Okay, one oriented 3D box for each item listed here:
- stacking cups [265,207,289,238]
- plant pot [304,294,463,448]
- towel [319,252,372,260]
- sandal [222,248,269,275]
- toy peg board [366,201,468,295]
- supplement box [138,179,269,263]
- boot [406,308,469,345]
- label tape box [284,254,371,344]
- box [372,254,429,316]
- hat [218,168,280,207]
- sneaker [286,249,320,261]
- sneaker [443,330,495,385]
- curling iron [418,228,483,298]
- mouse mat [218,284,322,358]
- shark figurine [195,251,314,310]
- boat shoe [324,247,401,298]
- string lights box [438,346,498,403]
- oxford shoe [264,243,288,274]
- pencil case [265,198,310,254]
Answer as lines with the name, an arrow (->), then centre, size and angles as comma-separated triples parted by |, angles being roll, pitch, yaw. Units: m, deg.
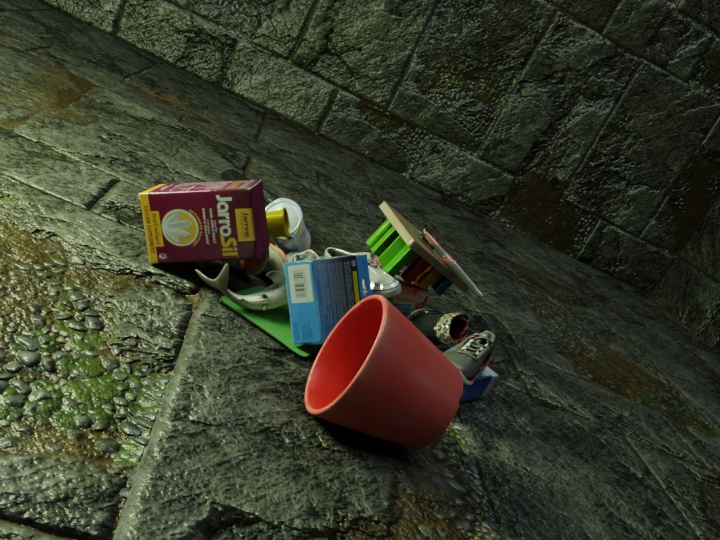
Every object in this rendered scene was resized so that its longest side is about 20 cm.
stacking cups -> -0.237, -0.078, 1.296 | 0.200, 0.061, 0.061 | -8, 17, 6
plant pot -> 0.044, 0.165, 1.024 | 0.177, 0.200, 0.200 | 34, 15, -17
towel -> -0.034, 0.015, 1.458 | 0.132, 0.035, 0.200 | -4, 26, 0
sandal -> -0.265, -0.051, 1.355 | 0.207, 0.079, 0.059 | 30, 17, 35
toy peg board -> 0.115, -0.027, 1.527 | 0.199, 0.098, 0.200 | 37, 13, -32
supplement box -> -0.274, -0.087, 1.212 | 0.200, 0.131, 0.103 | -3, 16, 5
boot -> 0.159, 0.116, 1.381 | 0.154, 0.074, 0.204 | -8, 1, 36
label tape box -> -0.052, 0.048, 1.237 | 0.063, 0.144, 0.200 | -5, 2, 28
box -> 0.080, 0.035, 1.574 | 0.100, 0.096, 0.200 | 24, 18, -16
hat -> -0.265, -0.156, 1.635 | 0.201, 0.081, 0.201 | 33, 19, -13
sneaker -> -0.110, -0.007, 1.388 | 0.076, 0.081, 0.200 | -18, 26, -17
sneaker -> 0.203, 0.148, 1.260 | 0.077, 0.082, 0.200 | 33, 18, 15
curling iron -> 0.196, -0.019, 1.460 | 0.200, 0.026, 0.050 | 48, 15, 21
mouse mat -> -0.145, 0.088, 1.239 | 0.200, 0.008, 0.161 | 34, 18, 15
shark figurine -> -0.184, 0.039, 1.230 | 0.214, 0.128, 0.089 | -8, 10, -34
boat shoe -> 0.000, 0.000, 1.366 | 0.072, 0.066, 0.200 | -24, 32, -34
string lights box -> 0.170, 0.200, 1.302 | 0.103, 0.059, 0.200 | 39, 21, 31
oxford shoe -> -0.203, -0.020, 1.394 | 0.074, 0.071, 0.200 | -19, 45, -29
pencil case -> -0.155, -0.086, 1.468 | 0.091, 0.083, 0.200 | 53, -6, 10
